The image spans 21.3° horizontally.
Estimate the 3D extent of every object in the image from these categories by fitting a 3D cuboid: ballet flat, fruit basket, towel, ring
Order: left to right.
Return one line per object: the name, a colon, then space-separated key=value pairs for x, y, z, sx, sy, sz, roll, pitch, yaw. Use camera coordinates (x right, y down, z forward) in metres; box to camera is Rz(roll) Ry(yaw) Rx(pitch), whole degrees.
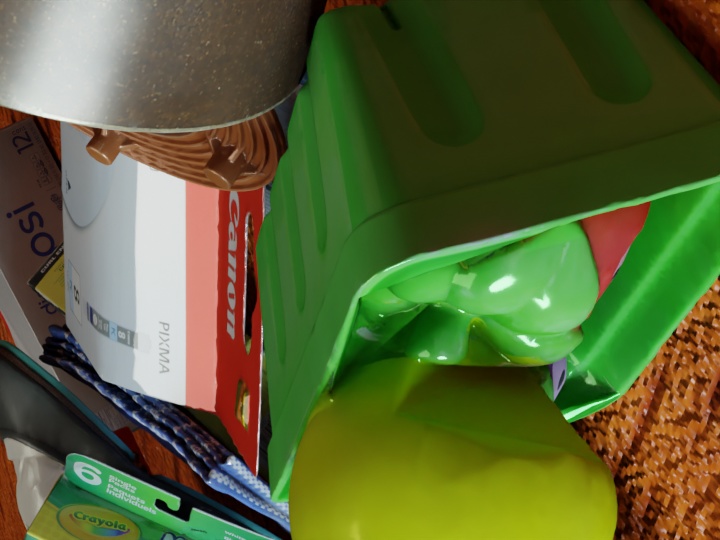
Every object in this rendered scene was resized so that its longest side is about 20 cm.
ring: x=-0.115 y=-0.088 z=0.706 sx=0.200 sy=0.019 sz=0.200 roll=31 pitch=164 yaw=10
ballet flat: x=-0.123 y=0.116 z=0.953 sx=0.200 sy=0.068 sz=0.068 roll=36 pitch=161 yaw=0
towel: x=-0.071 y=0.098 z=0.932 sx=0.145 sy=0.024 sz=0.200 roll=44 pitch=172 yaw=-35
fruit basket: x=0.040 y=0.037 z=0.578 sx=0.216 sy=0.155 sz=0.216 roll=165 pitch=90 yaw=-73

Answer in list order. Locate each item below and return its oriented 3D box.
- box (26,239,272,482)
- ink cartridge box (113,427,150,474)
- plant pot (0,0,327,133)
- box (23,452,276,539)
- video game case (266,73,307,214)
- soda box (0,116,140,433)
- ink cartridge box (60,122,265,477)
box: x=-0.098 y=0.040 z=1.000 sx=0.200 sy=0.050 sz=0.075 roll=29 pitch=167 yaw=51
ink cartridge box: x=-0.081 y=0.172 z=1.068 sx=0.200 sy=0.047 sz=0.160 roll=62 pitch=-177 yaw=2
plant pot: x=-0.062 y=-0.173 z=0.524 sx=0.187 sy=0.187 sz=0.200 roll=48 pitch=127 yaw=29
box: x=-0.115 y=0.181 z=0.927 sx=0.117 sy=0.048 sz=0.200 roll=23 pitch=127 yaw=3
video game case: x=0.000 y=0.000 z=0.811 sx=0.143 sy=0.018 sz=0.200 roll=34 pitch=145 yaw=48
soda box: x=-0.190 y=0.011 z=1.179 sx=0.200 sy=0.063 sz=0.068 roll=63 pitch=159 yaw=-5
ink cartridge box: x=-0.091 y=-0.017 z=0.845 sx=0.200 sy=0.047 sz=0.160 roll=-136 pitch=45 yaw=-62
